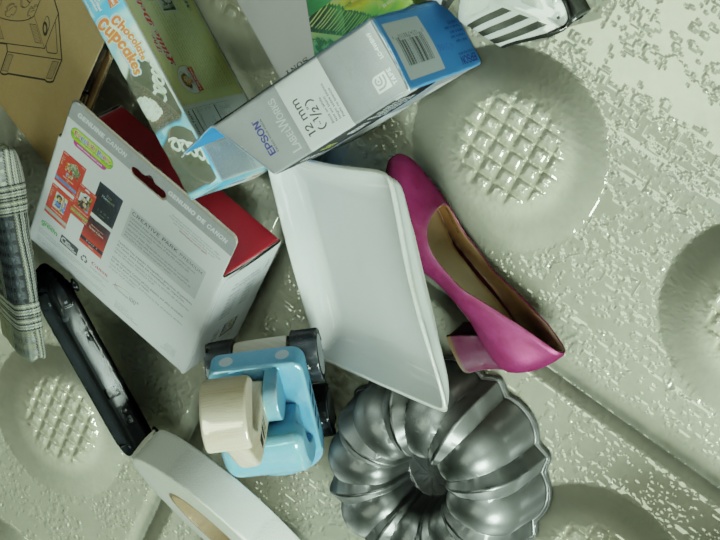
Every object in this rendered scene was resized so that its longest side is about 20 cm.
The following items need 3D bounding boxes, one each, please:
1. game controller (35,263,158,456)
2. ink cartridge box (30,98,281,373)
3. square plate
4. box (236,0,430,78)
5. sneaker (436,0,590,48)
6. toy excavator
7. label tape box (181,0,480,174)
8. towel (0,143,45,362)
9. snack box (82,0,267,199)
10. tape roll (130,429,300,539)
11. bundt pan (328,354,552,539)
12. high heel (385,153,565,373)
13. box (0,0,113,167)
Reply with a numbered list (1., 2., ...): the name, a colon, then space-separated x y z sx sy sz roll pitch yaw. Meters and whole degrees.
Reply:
1. game controller: -0.247 0.084 1.325 0.042 0.104 0.200 -28 111 -9
2. ink cartridge box: -0.177 -0.043 1.242 0.200 0.084 0.176 40 133 12
3. square plate: 0.000 0.000 1.153 0.198 0.028 0.200 18 127 57
4. box: -0.050 -0.265 1.145 0.144 0.036 0.200 -30 91 33
5. sneaker: 0.139 -0.247 1.033 0.115 0.076 0.201 38 129 4
6. toy excavator: -0.082 0.121 1.157 0.100 0.200 0.195 -8 126 5
7. label tape box: -0.023 -0.129 1.104 0.200 0.143 0.066 -31 91 30
8. towel: -0.320 -0.020 1.312 0.200 0.035 0.193 -167 68 -69
9. snack box: -0.150 -0.162 1.185 0.037 0.116 0.200 -28 90 25
10. tape roll: -0.120 0.221 1.270 0.203 0.037 0.203 37 161 14
11. bundt pan: 0.056 0.175 1.204 0.202 0.076 0.202 10 111 27
12. high heel: 0.092 -0.009 1.128 0.096 0.067 0.200 -11 114 40
13. box: -0.293 -0.215 1.274 0.200 0.021 0.164 48 125 28
